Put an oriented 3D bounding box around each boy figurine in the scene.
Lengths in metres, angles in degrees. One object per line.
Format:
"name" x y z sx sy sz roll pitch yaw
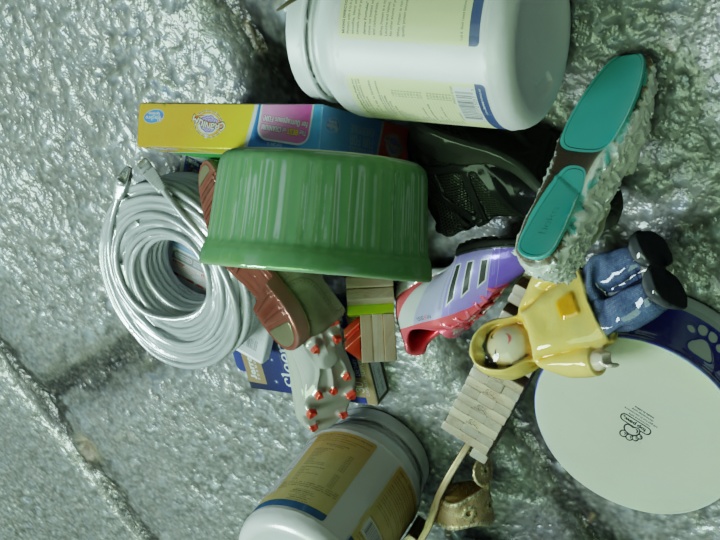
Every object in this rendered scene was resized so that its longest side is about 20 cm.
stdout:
"boy figurine" 0.177 0.034 1.120 0.199 0.064 0.125 -29 65 35

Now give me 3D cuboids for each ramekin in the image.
"ramekin" -0.034 -0.047 1.111 0.198 0.199 0.099 5 90 30

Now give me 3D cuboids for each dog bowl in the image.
"dog bowl" 0.261 0.120 1.191 0.198 0.079 0.202 17 129 22

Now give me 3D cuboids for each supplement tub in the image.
"supplement tub" -0.023 0.254 1.388 0.144 0.200 0.146 17 129 22
"supplement tub" 0.055 -0.192 1.054 0.198 0.145 0.146 9 126 28

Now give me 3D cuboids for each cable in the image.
"cable" -0.182 -0.001 1.348 0.200 0.069 0.201 41 127 9

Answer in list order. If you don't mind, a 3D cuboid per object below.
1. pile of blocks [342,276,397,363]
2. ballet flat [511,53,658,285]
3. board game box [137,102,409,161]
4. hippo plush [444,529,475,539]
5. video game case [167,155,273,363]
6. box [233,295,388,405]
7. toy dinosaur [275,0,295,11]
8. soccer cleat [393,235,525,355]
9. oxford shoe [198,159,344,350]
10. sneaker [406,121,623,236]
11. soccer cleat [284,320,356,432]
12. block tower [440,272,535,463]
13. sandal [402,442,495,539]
"pile of blocks" 0.000 0.000 1.263 0.061 0.082 0.202 -3 110 0
"ballet flat" 0.187 -0.077 1.058 0.071 0.201 0.072 29 173 4
"board game box" -0.078 -0.121 1.189 0.198 0.153 0.041 5 90 31
"hippo plush" 0.133 0.333 1.393 0.160 0.199 0.161 34 138 40
"video game case" -0.138 -0.017 1.367 0.142 0.018 0.201 27 123 20
"box" -0.072 0.078 1.412 0.198 0.032 0.122 5 124 31
"toy dinosaur" -0.024 -0.279 1.050 0.101 0.201 0.058 -34 132 29
"soccer cleat" 0.098 0.022 1.205 0.068 0.074 0.200 9 159 -31
"oxford shoe" -0.088 -0.023 1.248 0.201 0.073 0.071 61 149 8
"sneaker" 0.129 -0.070 1.147 0.198 0.077 0.115 22 142 11
"soccer cleat" -0.047 0.086 1.342 0.078 0.069 0.201 54 158 39
"block tower" 0.140 0.085 1.237 0.057 0.054 0.201 29 121 13
"sandal" 0.105 0.248 1.365 0.069 0.078 0.213 32 114 8
